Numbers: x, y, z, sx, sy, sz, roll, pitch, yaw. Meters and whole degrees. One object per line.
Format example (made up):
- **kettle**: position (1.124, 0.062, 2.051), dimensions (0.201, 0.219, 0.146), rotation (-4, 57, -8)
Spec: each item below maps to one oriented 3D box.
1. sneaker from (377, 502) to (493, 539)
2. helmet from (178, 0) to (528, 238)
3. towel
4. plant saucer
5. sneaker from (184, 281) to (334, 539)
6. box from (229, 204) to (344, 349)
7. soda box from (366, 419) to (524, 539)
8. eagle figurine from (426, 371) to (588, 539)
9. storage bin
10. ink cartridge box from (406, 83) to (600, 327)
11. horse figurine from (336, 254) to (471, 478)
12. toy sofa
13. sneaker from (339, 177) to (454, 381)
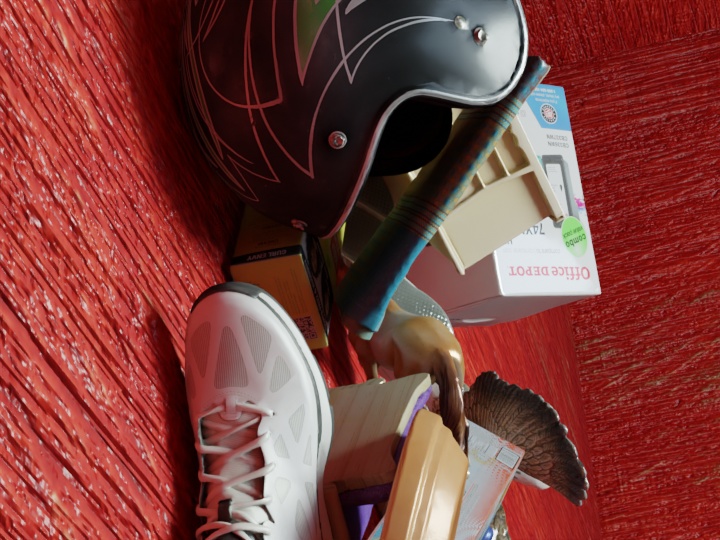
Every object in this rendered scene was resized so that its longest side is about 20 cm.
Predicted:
- **sneaker**: position (0.062, 0.198, 1.231), dimensions (0.075, 0.087, 0.202), rotation (35, 43, -70)
- **helmet**: position (-0.017, -0.127, 0.925), dimensions (0.200, 0.189, 0.201), rotation (50, -29, 41)
- **towel**: position (0.049, -0.050, 0.990), dimensions (0.022, 0.201, 0.147), rotation (35, 4, -8)
- **plant saucer**: position (0.028, 0.180, 0.871), dimensions (0.200, 0.037, 0.202), rotation (12, 90, -84)
- **sneaker**: position (-0.055, 0.111, 0.789), dimensions (0.115, 0.075, 0.203), rotation (-52, 132, -77)
- **box**: position (-0.043, -0.031, 1.038), dimensions (0.201, 0.050, 0.076), rotation (-83, 160, -58)
- **soda box**: position (0.054, 0.183, 1.104), dimensions (0.200, 0.063, 0.069), rotation (-43, 157, -60)
- **eagle figurine**: position (0.110, 0.161, 1.321), dimensions (0.200, 0.149, 0.153), rotation (-83, 167, -75)
- **storage bin**: position (0.041, -0.125, 1.188), dimensions (0.200, 0.093, 0.200), rotation (61, -6, -26)
- **ink cartridge box**: position (0.108, -0.057, 1.425), dimensions (0.146, 0.145, 0.202), rotation (0, 77, -44)
- **horse figurine**: position (0.029, 0.070, 1.097), dimensions (0.200, 0.049, 0.134), rotation (33, -49, 56)
- **toy sofa**: position (-0.005, 0.137, 0.952), dimensions (0.200, 0.097, 0.084), rotation (-60, 138, -73)
- **sneaker**: position (0.000, 0.000, 1.203), dimensions (0.080, 0.070, 0.202), rotation (-35, -104, 61)
